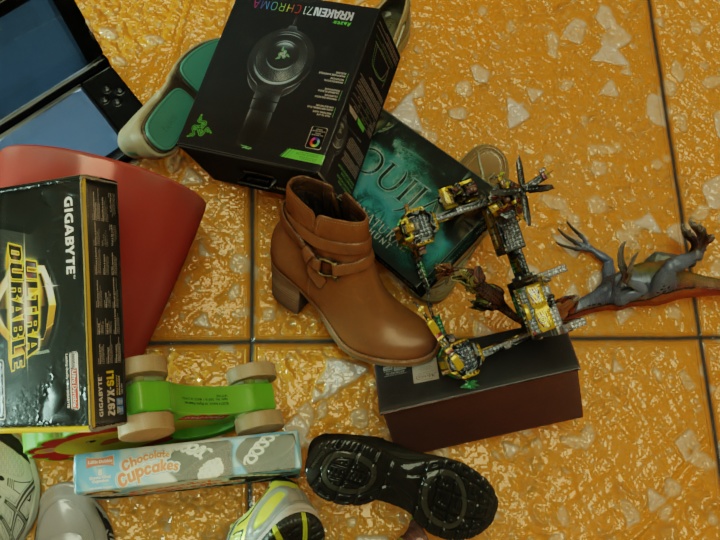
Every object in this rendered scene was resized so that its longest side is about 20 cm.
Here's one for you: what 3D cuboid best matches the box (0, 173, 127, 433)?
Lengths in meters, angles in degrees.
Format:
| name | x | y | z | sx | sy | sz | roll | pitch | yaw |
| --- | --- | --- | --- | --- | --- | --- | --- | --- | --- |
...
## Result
| name | x | y | z | sx | sy | sz | roll | pitch | yaw |
| --- | --- | --- | --- | --- | --- | --- | --- | --- | --- |
| box | -0.273 | 0.031 | 0.716 | 0.158 | 0.049 | 0.202 | -5 | 85 | 25 |

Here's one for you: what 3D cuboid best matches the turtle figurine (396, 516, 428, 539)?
| name | x | y | z | sx | sy | sz | roll | pitch | yaw |
| --- | --- | --- | --- | --- | --- | --- | --- | --- | --- |
| turtle figurine | -0.005 | 0.299 | 0.815 | 0.160 | 0.064 | 0.201 | -24 | 76 | -13 |

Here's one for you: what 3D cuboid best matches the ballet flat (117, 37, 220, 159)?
| name | x | y | z | sx | sy | sz | roll | pitch | yaw |
| --- | --- | --- | --- | --- | --- | --- | --- | --- | --- |
| ballet flat | -0.196 | -0.187 | 0.946 | 0.069 | 0.070 | 0.201 | 30 | 51 | 4 |

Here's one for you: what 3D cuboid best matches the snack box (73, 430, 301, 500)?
| name | x | y | z | sx | sy | sz | roll | pitch | yaw |
| --- | --- | --- | --- | --- | --- | --- | --- | --- | --- |
| snack box | -0.156 | 0.185 | 0.810 | 0.198 | 0.116 | 0.037 | -5 | 73 | -7 |

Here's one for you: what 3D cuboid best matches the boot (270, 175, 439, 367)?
| name | x | y | z | sx | sy | sz | roll | pitch | yaw |
| --- | --- | --- | --- | --- | --- | --- | --- | --- | --- |
| boot | 0.000 | 0.000 | 0.852 | 0.199 | 0.156 | 0.077 | 31 | 48 | 17 |

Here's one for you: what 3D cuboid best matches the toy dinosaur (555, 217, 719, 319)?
| name | x | y | z | sx | sy | sz | roll | pitch | yaw |
| --- | --- | --- | --- | --- | --- | --- | --- | --- | --- |
| toy dinosaur | 0.297 | 0.021 | 0.926 | 0.181 | 0.105 | 0.200 | -42 | 93 | 4 |

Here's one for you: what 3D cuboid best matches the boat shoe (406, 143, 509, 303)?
| name | x | y | z | sx | sy | sz | roll | pitch | yaw |
| --- | --- | --- | --- | --- | --- | --- | --- | --- | --- |
| boat shoe | 0.114 | -0.058 | 0.941 | 0.073 | 0.063 | 0.201 | 24 | 72 | 3 |

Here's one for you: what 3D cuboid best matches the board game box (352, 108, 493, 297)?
| name | x | y | z | sx | sy | sz | roll | pitch | yaw |
| --- | --- | --- | --- | --- | --- | --- | --- | --- | --- |
| board game box | 0.039 | -0.081 | 0.918 | 0.135 | 0.028 | 0.200 | -45 | 61 | -9 |

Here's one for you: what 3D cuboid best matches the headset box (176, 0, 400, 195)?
| name | x | y | z | sx | sy | sz | roll | pitch | yaw |
| --- | --- | --- | --- | --- | --- | --- | --- | --- | --- |
| headset box | -0.075 | -0.175 | 0.910 | 0.173 | 0.093 | 0.202 | 15 | 77 | 22 |

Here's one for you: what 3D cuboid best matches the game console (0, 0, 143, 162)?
| name | x | y | z | sx | sy | sz | roll | pitch | yaw |
| --- | --- | --- | --- | --- | --- | --- | --- | --- | --- |
| game console | -0.342 | -0.172 | 0.906 | 0.199 | 0.117 | 0.176 | -37 | 79 | -15 |

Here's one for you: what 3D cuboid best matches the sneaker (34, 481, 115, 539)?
| name | x | y | z | sx | sy | sz | roll | pitch | yaw |
| --- | --- | --- | --- | --- | --- | --- | --- | --- | --- |
| sneaker | -0.261 | 0.286 | 0.768 | 0.074 | 0.115 | 0.202 | -8 | 73 | -8 |

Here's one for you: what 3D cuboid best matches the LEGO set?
| name | x | y | z | sx | sy | sz | roll | pitch | yaw |
| --- | --- | --- | --- | --- | --- | --- | --- | --- | --- |
| LEGO set | 0.119 | 0.003 | 0.798 | 0.152 | 0.116 | 0.202 | -11 | 85 | -8 |

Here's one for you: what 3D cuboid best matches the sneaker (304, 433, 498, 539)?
| name | x | y | z | sx | sy | sz | roll | pitch | yaw |
| --- | --- | --- | --- | --- | --- | --- | --- | --- | --- |
| sneaker | 0.040 | 0.197 | 0.836 | 0.198 | 0.091 | 0.077 | 23 | 91 | -11 |

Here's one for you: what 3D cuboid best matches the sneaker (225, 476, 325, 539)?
| name | x | y | z | sx | sy | sz | roll | pitch | yaw |
| --- | --- | --- | --- | --- | --- | --- | --- | --- | --- |
| sneaker | -0.103 | 0.278 | 0.793 | 0.075 | 0.077 | 0.200 | 32 | 105 | -29 |

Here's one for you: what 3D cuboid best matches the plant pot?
| name | x | y | z | sx | sy | sz | roll | pitch | yaw |
| --- | --- | --- | --- | --- | --- | --- | --- | --- | --- |
| plant pot | -0.266 | -0.005 | 0.833 | 0.198 | 0.200 | 0.179 | 12 | 82 | -2 |

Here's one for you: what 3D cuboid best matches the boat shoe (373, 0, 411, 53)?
| name | x | y | z | sx | sy | sz | roll | pitch | yaw |
| --- | --- | --- | --- | --- | --- | --- | --- | --- | --- |
| boat shoe | -0.001 | -0.232 | 0.986 | 0.073 | 0.063 | 0.201 | 33 | 72 | 5 |

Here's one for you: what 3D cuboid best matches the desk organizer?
| name | x | y | z | sx | sy | sz | roll | pitch | yaw |
| --- | --- | --- | --- | --- | --- | --- | --- | --- | --- |
| desk organizer | 0.120 | 0.121 | 0.877 | 0.198 | 0.077 | 0.072 | -14 | 40 | 6 |

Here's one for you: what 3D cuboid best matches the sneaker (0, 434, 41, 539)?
| name | x | y | z | sx | sy | sz | roll | pitch | yaw |
| --- | --- | --- | --- | --- | --- | --- | --- | --- | --- |
| sneaker | -0.343 | 0.239 | 0.791 | 0.075 | 0.088 | 0.202 | -3 | 71 | -5 |

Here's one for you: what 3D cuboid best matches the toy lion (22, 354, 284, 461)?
| name | x | y | z | sx | sy | sz | roll | pitch | yaw |
| --- | --- | --- | --- | --- | --- | --- | --- | --- | --- |
| toy lion | -0.200 | 0.141 | 0.804 | 0.199 | 0.191 | 0.069 | 9 | 61 | -46 |
